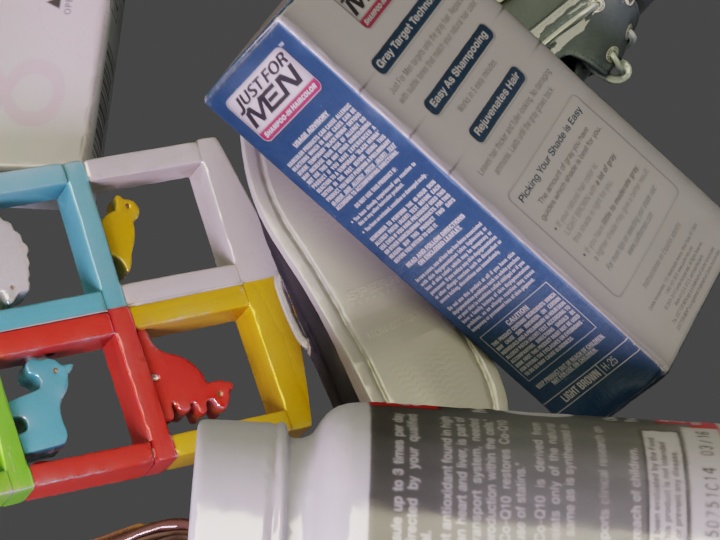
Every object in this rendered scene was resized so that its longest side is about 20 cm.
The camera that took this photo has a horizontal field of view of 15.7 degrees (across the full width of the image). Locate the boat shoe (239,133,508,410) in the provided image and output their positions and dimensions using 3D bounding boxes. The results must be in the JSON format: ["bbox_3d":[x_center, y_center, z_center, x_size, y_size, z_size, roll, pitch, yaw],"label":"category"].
[{"bbox_3d":[0.000,0.000,1.052,0.074,0.060,0.201,-20,71,-21],"label":"boat shoe"}]

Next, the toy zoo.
[{"bbox_3d":[-0.102,0.019,1.039,0.199,0.020,0.132,-11,73,-27],"label":"toy zoo"}]

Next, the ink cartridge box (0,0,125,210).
[{"bbox_3d":[-0.205,-0.108,1.137,0.199,0.057,0.163,4,64,0],"label":"ink cartridge box"}]

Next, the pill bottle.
[{"bbox_3d":[0.037,0.106,0.935,0.199,0.114,0.114,4,63,-3],"label":"pill bottle"}]

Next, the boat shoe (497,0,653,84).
[{"bbox_3d":[0.085,-0.098,1.108,0.199,0.073,0.062,-28,80,-8],"label":"boat shoe"}]

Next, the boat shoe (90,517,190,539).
[{"bbox_3d":[-0.142,0.149,0.988,0.199,0.072,0.072,-22,64,-8],"label":"boat shoe"}]

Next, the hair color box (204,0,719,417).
[{"bbox_3d":[0.047,-0.041,1.019,0.200,0.061,0.100,42,43,-7],"label":"hair color box"}]
